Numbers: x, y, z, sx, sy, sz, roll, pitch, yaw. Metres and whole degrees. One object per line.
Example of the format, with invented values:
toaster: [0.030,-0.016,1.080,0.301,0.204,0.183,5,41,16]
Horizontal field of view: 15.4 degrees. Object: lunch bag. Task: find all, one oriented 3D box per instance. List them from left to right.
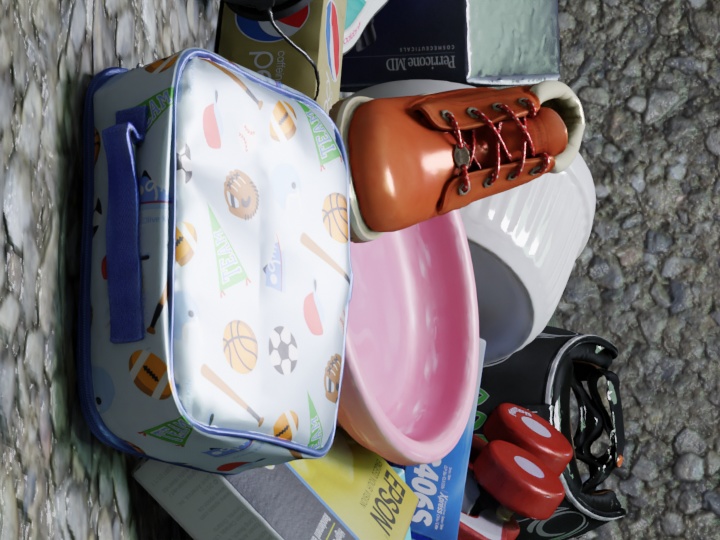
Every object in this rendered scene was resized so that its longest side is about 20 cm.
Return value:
lunch bag: [-0.074,-0.007,1.279,0.160,0.075,0.201,18,66,-53]

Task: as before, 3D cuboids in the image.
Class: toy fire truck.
toy fire truck: [0.048,0.141,1.858,0.112,0.168,0.200,-59,-179,16]

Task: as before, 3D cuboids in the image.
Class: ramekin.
ramekin: [0.051,-0.023,1.780,0.200,0.199,0.105,77,25,-49]

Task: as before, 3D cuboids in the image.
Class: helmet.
helmet: [0.101,0.129,2.055,0.200,0.190,0.201,19,67,-55]

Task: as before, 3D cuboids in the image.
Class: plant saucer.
plant saucer: [0.006,0.010,1.481,0.200,0.051,0.201,-9,90,-67]

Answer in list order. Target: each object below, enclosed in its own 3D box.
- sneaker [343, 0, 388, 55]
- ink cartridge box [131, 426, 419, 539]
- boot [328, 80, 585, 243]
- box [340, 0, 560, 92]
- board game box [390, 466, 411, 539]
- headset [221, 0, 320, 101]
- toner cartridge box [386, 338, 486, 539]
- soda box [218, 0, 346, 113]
sneaker: [-0.021,-0.227,1.730,0.200,0.083,0.121,-72,167,-62]
ink cartridge box: [-0.022,0.134,1.414,0.200,0.047,0.198,45,16,-6]
boot: [0.051,-0.067,1.421,0.200,0.107,0.075,-29,110,-63]
box: [0.052,-0.227,1.865,0.104,0.148,0.201,-5,93,-46]
board game box: [-0.020,0.234,1.552,0.151,0.047,0.201,-38,129,-50]
headset: [-0.072,-0.174,1.498,0.123,0.094,0.201,18,55,-81]
toner cartridge box: [0.036,0.132,1.690,0.200,0.043,0.095,-78,-168,-51]
soda box: [-0.049,-0.107,1.570,0.068,0.064,0.201,75,15,-54]
